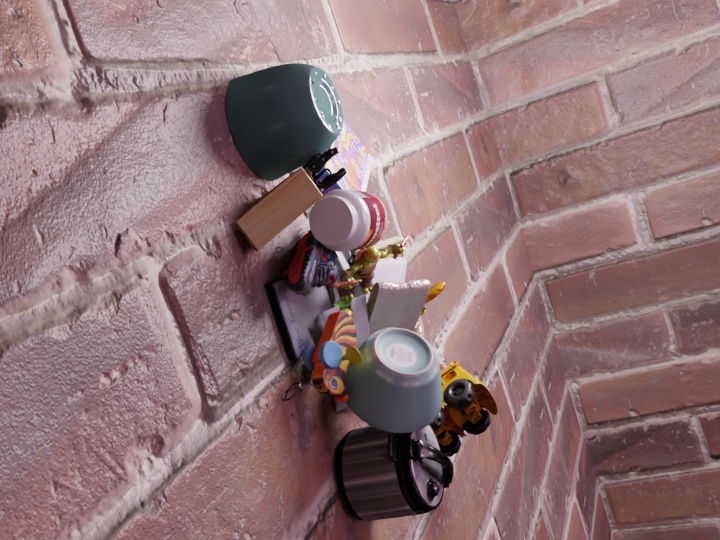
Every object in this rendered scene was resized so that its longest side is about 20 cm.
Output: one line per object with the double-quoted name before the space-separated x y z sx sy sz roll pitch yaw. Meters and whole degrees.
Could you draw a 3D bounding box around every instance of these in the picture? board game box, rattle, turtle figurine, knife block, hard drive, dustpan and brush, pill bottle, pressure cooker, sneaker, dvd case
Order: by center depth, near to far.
"knife block" -0.111 -0.135 1.333 0.064 0.174 0.200 51 30 -10
"sneaker" -0.078 -0.008 1.403 0.095 0.079 0.201 42 25 -14
"pressure cooker" 0.074 0.371 1.424 0.175 0.197 0.182 -24 98 -64
"pill bottle" -0.024 -0.093 1.425 0.200 0.111 0.115 -15 89 -72
"dvd case" -0.105 0.069 1.428 0.200 0.017 0.146 -31 105 -65
"turtle figurine" 0.000 0.000 1.461 0.199 0.162 0.065 -36 76 -30
"dustpan and brush" -0.054 -0.039 1.551 0.203 0.056 0.140 64 26 -22
"hard drive" 0.044 0.042 1.657 0.199 0.026 0.135 -6 104 -62
"board game box" -0.039 -0.230 1.691 0.135 0.044 0.202 48 34 -31
"rattle" 0.166 0.149 1.839 0.130 0.140 0.204 54 20 -75

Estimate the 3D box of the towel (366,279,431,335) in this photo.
"towel" 0.061 0.103 1.549 0.130 0.203 0.035 -4 37 -31

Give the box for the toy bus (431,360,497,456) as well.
"toy bus" 0.192 0.312 1.798 0.136 0.199 0.192 56 -5 -37

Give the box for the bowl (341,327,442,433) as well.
"bowl" 0.068 0.182 1.394 0.202 0.197 0.106 -71 177 -51

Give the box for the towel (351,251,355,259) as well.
"towel" 0.007 -0.083 1.760 0.150 0.030 0.203 52 31 -46

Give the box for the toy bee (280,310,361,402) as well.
"toy bee" -0.057 0.178 1.363 0.201 0.130 0.109 -49 114 -16

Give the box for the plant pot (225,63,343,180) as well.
"plant pot" -0.127 -0.289 1.416 0.201 0.158 0.204 45 37 -49

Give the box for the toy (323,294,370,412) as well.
"toy" -0.029 0.156 1.483 0.114 0.047 0.204 -21 114 -42

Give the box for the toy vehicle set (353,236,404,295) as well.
"toy vehicle set" 0.043 0.002 1.701 0.199 0.026 0.127 -21 116 -60
